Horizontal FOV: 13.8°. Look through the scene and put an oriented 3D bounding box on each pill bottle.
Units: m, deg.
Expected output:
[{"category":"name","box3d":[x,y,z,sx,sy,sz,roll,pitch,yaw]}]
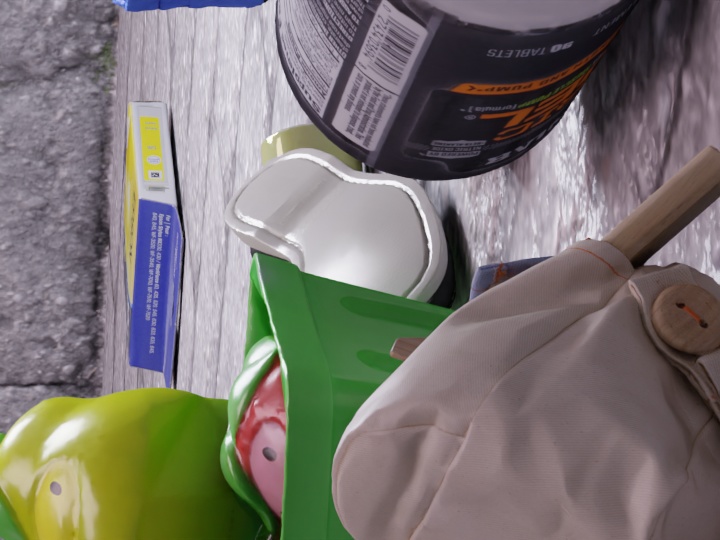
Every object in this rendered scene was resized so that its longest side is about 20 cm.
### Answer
[{"category":"pill bottle","box3d":[0.030,-0.092,0.927,0.200,0.105,0.107,118,151,-74]}]

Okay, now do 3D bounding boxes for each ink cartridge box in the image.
[{"category":"ink cartridge box","box3d":[-0.192,-0.016,2.716,0.201,0.047,0.199,-96,11,-51]}]

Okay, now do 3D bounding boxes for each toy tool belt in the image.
[{"category":"toy tool belt","box3d":[0.055,0.065,0.810,0.123,0.124,0.201,-56,-12,-39]}]

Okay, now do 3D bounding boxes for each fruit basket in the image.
[{"category":"fruit basket","box3d":[-0.052,0.102,1.176,0.156,0.214,0.217,-109,20,-66]}]

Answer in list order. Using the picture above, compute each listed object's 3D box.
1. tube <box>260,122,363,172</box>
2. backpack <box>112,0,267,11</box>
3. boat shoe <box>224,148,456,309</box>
[{"category":"tube","box3d":[-0.014,0.029,1.465,0.058,0.052,0.201,19,-120,-54]},{"category":"backpack","box3d":[-0.115,-0.251,1.749,0.163,0.167,0.201,92,171,-68]},{"category":"boat shoe","box3d":[0.000,0.000,1.295,0.060,0.074,0.200,50,170,-24]}]
